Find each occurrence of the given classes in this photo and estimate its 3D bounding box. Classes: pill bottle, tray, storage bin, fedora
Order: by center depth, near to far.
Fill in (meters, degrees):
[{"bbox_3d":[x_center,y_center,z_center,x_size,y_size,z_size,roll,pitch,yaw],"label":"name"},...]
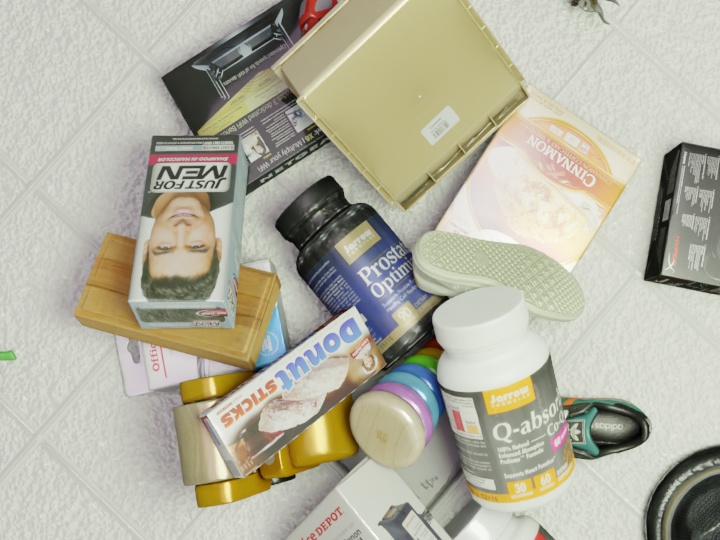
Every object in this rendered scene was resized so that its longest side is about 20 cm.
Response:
[{"bbox_3d":[0.141,0.127,1.034,0.114,0.117,0.203,-17,108,-1],"label":"pill bottle"},{"bbox_3d":[-0.192,0.031,1.094,0.196,0.037,0.100,14,68,10],"label":"tray"},{"bbox_3d":[0.178,0.336,1.095,0.200,0.114,0.114,44,87,4],"label":"pill bottle"},{"bbox_3d":[0.049,-0.201,1.099,0.200,0.094,0.198,-42,125,6],"label":"storage bin"},{"bbox_3d":[0.410,0.280,1.107,0.196,0.092,0.205,0,84,1],"label":"fedora"},{"bbox_3d":[0.000,0.000,1.131,0.112,0.112,0.201,-40,86,-3],"label":"pill bottle"}]

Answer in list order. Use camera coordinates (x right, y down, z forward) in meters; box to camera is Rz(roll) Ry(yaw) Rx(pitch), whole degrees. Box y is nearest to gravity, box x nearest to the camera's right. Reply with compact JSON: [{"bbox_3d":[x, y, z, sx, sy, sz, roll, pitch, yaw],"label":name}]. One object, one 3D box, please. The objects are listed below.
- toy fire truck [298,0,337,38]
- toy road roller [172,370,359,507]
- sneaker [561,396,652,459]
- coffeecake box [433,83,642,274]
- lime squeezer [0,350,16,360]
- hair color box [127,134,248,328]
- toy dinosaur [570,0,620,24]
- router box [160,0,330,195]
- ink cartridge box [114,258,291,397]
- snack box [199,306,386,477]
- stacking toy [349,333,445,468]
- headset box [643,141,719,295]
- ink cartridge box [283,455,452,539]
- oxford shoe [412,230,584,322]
[{"bbox_3d":[0.024,-0.313,1.161,0.196,0.049,0.144,-4,77,-15],"label":"toy fire truck"},{"bbox_3d":[-0.089,0.163,1.076,0.144,0.199,0.125,-13,84,22],"label":"toy road roller"},{"bbox_3d":[0.218,0.169,1.127,0.196,0.080,0.073,-4,87,1],"label":"sneaker"},{"bbox_3d":[0.191,-0.076,1.155,0.152,0.073,0.202,33,86,3],"label":"coffeecake box"},{"bbox_3d":[-0.494,0.117,1.172,0.198,0.038,0.071,-30,116,-3],"label":"lime squeezer"},{"bbox_3d":[-0.175,-0.043,1.075,0.097,0.061,0.203,-1,61,3],"label":"hair color box"},{"bbox_3d":[0.250,-0.383,1.194,0.100,0.077,0.204,13,80,-10],"label":"toy dinosaur"},{"bbox_3d":[-0.102,-0.200,1.181,0.198,0.052,0.159,-32,86,-2],"label":"router box"},{"bbox_3d":[-0.182,0.067,1.149,0.196,0.067,0.118,-12,84,0],"label":"ink cartridge box"},{"bbox_3d":[-0.064,0.118,1.034,0.199,0.024,0.073,-35,99,-31],"label":"snack box"},{"bbox_3d":[0.070,0.119,1.098,0.084,0.200,0.087,16,124,25],"label":"stacking toy"},{"bbox_3d":[0.430,-0.045,1.147,0.196,0.077,0.152,10,85,1],"label":"headset box"},{"bbox_3d":[0.026,0.312,1.069,0.201,0.084,0.145,49,131,11],"label":"ink cartridge box"},{"bbox_3d":[0.142,0.010,1.088,0.196,0.058,0.076,15,57,-11],"label":"oxford shoe"}]
